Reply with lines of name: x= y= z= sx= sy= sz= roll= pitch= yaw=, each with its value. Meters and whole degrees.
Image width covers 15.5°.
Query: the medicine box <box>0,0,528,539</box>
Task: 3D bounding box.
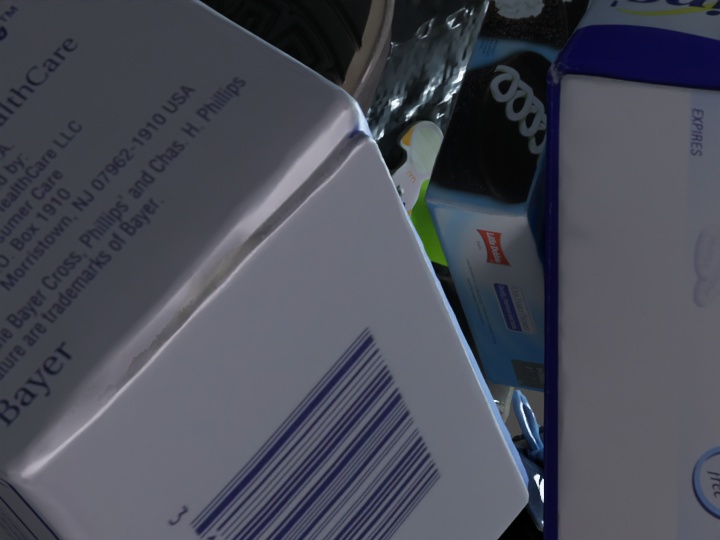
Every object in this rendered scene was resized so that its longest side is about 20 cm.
medicine box: x=-0.080 y=-0.001 z=0.617 sx=0.103 sy=0.200 sz=0.182 roll=-48 pitch=150 yaw=-13

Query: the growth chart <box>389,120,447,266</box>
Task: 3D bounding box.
growth chart: x=-0.005 y=0.034 z=0.956 sx=0.200 sy=0.018 sz=0.145 roll=-48 pitch=149 yaw=-19

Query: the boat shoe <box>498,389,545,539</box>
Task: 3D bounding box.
boat shoe: x=0.061 y=0.102 z=1.059 sx=0.200 sy=0.084 sz=0.069 roll=-36 pitch=141 yaw=-38

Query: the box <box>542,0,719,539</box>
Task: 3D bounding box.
box: x=0.135 y=-0.026 z=0.856 sx=0.200 sy=0.105 sz=0.184 roll=-56 pitch=150 yaw=-52

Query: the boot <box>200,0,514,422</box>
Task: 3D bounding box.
boot: x=-0.001 y=-0.002 z=0.852 sx=0.200 sy=0.073 sz=0.182 roll=20 pitch=110 yaw=-49

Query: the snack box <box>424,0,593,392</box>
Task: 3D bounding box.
snack box: x=0.075 y=-0.073 z=0.881 sx=0.116 sy=0.037 sz=0.200 roll=67 pitch=36 yaw=-57
